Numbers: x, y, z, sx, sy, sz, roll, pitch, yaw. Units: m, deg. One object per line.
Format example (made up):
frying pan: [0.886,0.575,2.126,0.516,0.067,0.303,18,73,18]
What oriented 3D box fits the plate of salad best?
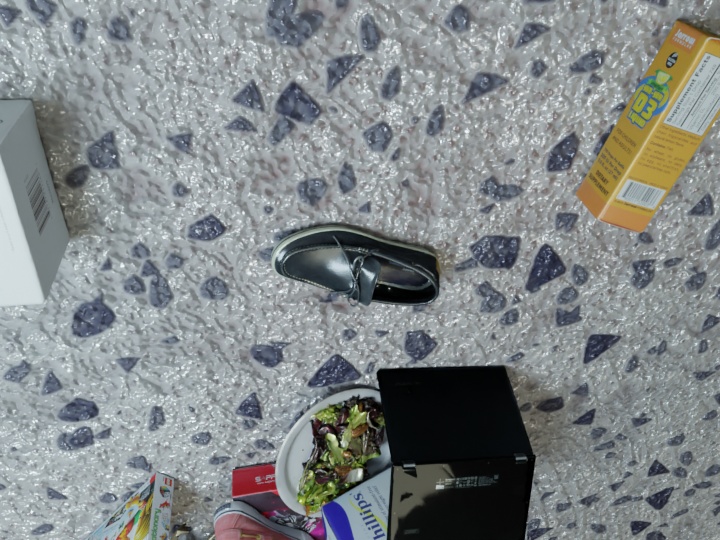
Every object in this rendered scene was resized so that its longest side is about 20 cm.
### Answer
plate of salad: [-0.020,0.255,0.833,0.198,0.048,0.203,-11,114,-25]

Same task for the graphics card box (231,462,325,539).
graphics card box: [-0.117,0.370,0.925,0.124,0.051,0.202,-7,127,-6]

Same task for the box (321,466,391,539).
box: [0.056,0.367,0.869,0.198,0.105,0.185,-23,140,-19]

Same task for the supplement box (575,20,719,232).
supplement box: [0.307,-0.143,0.633,0.068,0.067,0.202,14,121,-16]

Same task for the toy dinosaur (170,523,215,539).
toy dinosaur: [-0.263,0.442,0.922,0.198,0.058,0.102,8,107,-35]

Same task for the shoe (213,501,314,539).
shoe: [-0.129,0.409,0.862,0.071,0.091,0.200,-35,123,15]

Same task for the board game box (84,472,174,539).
board game box: [-0.333,0.391,0.849,0.034,0.127,0.200,35,112,-30]

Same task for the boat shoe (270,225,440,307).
boat shoe: [0.000,0.000,0.677,0.197,0.063,0.075,9,125,-15]

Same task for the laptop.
laptop: [0.116,0.243,0.798,0.184,0.116,0.203,0,103,-11]

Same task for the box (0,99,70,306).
box: [-0.383,-0.056,0.532,0.197,0.107,0.154,-3,126,-10]
